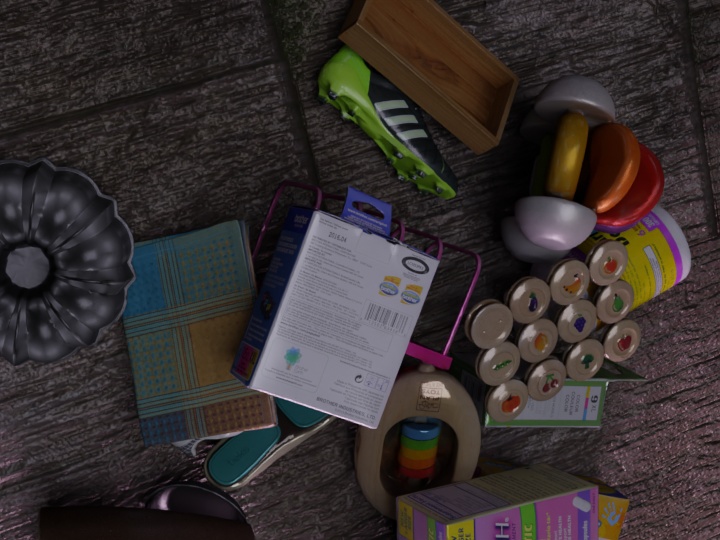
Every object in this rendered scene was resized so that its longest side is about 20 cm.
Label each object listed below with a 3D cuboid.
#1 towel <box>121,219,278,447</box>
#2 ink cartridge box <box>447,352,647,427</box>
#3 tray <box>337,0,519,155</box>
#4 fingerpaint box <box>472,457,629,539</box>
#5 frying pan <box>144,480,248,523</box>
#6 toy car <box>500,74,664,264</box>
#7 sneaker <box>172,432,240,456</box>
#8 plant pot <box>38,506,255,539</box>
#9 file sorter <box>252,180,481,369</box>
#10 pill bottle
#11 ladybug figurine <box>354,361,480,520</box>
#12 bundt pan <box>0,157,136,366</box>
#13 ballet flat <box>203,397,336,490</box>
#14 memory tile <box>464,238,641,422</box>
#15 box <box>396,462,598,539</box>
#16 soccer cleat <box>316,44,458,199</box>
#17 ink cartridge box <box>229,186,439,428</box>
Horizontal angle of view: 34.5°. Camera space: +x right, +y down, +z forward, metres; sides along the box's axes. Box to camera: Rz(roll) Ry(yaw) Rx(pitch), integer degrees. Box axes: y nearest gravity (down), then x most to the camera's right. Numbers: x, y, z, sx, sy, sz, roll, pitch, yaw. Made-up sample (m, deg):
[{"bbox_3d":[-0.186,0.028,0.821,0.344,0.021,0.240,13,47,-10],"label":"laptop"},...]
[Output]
[{"bbox_3d":[-0.161,0.062,1.126,0.146,0.022,0.201,-11,87,16],"label":"towel"},{"bbox_3d":[0.207,0.134,1.305,0.199,0.104,0.060,2,100,-22],"label":"ink cartridge box"},{"bbox_3d":[0.074,-0.218,1.195,0.200,0.037,0.099,37,54,-24],"label":"tray"},{"bbox_3d":[0.193,0.317,1.353,0.199,0.073,0.167,13,95,-23],"label":"fingerpaint box"},{"bbox_3d":[-0.147,0.284,1.213,0.115,0.031,0.190,-20,120,27],"label":"frying pan"},{"bbox_3d":[0.237,-0.095,1.212,0.149,0.200,0.176,12,80,0],"label":"toy car"},{"bbox_3d":[-0.118,0.115,1.174,0.200,0.076,0.081,-29,112,15],"label":"sneaker"},{"bbox_3d":[-0.199,0.308,1.123,0.199,0.187,0.188,-7,103,-12],"label":"plant pot"},{"bbox_3d":[0.000,0.000,1.180,0.199,0.139,0.126,22,89,-24],"label":"file sorter"},{"bbox_3d":[0.263,0.009,1.300,0.200,0.104,0.105,-29,110,-14],"label":"pill bottle"},{"bbox_3d":[0.061,0.179,1.255,0.135,0.072,0.201,7,118,-6],"label":"ladybug figurine"},{"bbox_3d":[-0.309,-0.003,1.074,0.201,0.076,0.203,-1,98,-10],"label":"bundt pan"},{"bbox_3d":[-0.079,0.159,1.221,0.200,0.069,0.070,-35,111,-5],"label":"ballet flat"},{"bbox_3d":[0.205,0.063,1.207,0.199,0.017,0.154,-25,120,-16],"label":"memory tile"},{"bbox_3d":[0.147,0.316,1.224,0.199,0.097,0.177,-6,100,-29],"label":"box"},{"bbox_3d":[0.041,-0.155,1.205,0.200,0.067,0.081,42,72,-23],"label":"soccer cleat"},{"bbox_3d":[-0.018,0.027,1.060,0.136,0.076,0.201,21,89,-24],"label":"ink cartridge box"}]
